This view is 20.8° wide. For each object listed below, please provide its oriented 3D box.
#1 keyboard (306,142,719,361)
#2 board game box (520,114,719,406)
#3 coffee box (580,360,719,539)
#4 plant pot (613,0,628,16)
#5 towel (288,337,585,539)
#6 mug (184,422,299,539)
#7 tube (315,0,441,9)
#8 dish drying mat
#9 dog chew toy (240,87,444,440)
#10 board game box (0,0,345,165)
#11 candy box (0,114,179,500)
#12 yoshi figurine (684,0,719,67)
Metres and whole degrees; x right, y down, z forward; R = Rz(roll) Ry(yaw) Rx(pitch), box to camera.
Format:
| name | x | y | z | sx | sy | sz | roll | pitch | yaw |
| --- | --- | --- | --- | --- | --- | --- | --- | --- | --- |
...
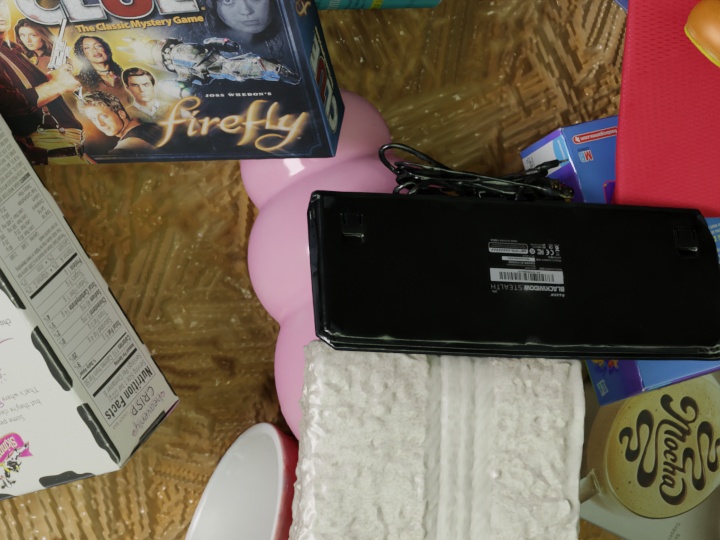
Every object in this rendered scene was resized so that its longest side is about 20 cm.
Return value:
| name | x | y | z | sx | sy | sz | roll | pitch | yaw |
| --- | --- | --- | --- | --- | --- | --- | --- | --- | --- |
| keyboard | 0.071 | -0.003 | 0.915 | 0.198 | 0.040 | 0.105 | 3 | 65 | -13 |
| board game box | 0.193 | -0.022 | 1.005 | 0.198 | 0.045 | 0.136 | -13 | 82 | -26 |
| coffee box | 0.153 | 0.083 | 1.051 | 0.199 | 0.080 | 0.114 | 26 | 94 | -16 |
| plant pot | 0.152 | -0.237 | 0.911 | 0.200 | 0.201 | 0.180 | 39 | 120 | -18 |
| towel | 0.030 | 0.133 | 0.877 | 0.131 | 0.034 | 0.202 | 5 | 86 | -12 |
| mug | 0.020 | 0.185 | 1.000 | 0.199 | 0.178 | 0.134 | 22 | 111 | -21 |
| tube | -0.058 | -0.152 | 0.964 | 0.198 | 0.078 | 0.051 | -4 | 58 | -13 |
| dish drying mat | 0.157 | -0.107 | 0.884 | 0.076 | 0.018 | 0.201 | 2 | 130 | 4 |
| dog chew toy | 0.000 | 0.000 | 0.969 | 0.124 | 0.125 | 0.201 | -21 | 77 | -8 |
| board game box | -0.117 | -0.106 | 0.896 | 0.198 | 0.035 | 0.136 | -1 | 140 | 13 |
| candy box | -0.194 | 0.011 | 0.929 | 0.136 | 0.061 | 0.201 | -16 | 111 | 37 |
| yoshi figurine | 0.222 | -0.139 | 0.782 | 0.112 | 0.112 | 0.200 | 33 | 116 | -23 |
